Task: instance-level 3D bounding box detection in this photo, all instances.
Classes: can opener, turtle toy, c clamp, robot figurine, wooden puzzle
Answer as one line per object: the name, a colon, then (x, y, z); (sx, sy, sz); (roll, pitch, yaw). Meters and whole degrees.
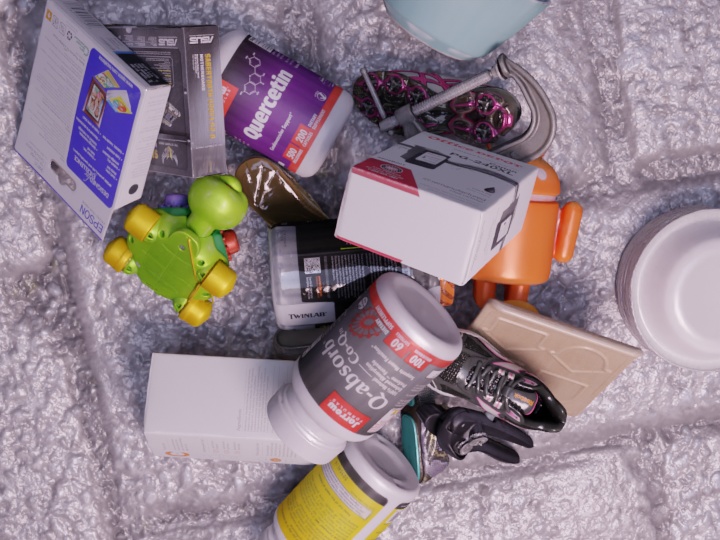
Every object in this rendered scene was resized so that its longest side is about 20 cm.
can opener: (0.151, 0.196, 1.261); (0.200, 0.079, 0.063); (23, 117, -44)
turtle toy: (-0.197, -0.035, 1.210); (0.146, 0.101, 0.200); (38, 137, -7)
c clamp: (0.112, -0.177, 1.171); (0.200, 0.027, 0.171); (-17, 99, 26)
robot figurine: (0.172, -0.055, 1.240); (0.144, 0.117, 0.200); (13, 100, 40)
wooden puzzle: (0.209, 0.098, 1.244); (0.185, 0.200, 0.046); (19, 58, -5)

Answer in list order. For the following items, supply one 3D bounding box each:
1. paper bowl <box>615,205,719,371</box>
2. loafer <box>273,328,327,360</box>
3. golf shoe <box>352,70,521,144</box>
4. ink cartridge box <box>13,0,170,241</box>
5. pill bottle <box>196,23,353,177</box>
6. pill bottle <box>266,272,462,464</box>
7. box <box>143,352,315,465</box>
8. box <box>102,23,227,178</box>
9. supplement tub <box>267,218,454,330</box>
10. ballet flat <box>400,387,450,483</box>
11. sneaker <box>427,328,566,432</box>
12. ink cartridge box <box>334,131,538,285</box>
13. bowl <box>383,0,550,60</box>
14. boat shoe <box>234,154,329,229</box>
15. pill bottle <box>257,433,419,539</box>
paper bowl: (0.421, 0.024, 1.272); (0.200, 0.104, 0.201); (0, 97, -4)
loafer: (-0.013, 0.053, 1.261); (0.200, 0.070, 0.070); (-21, 141, -6)
golf shoe: (0.090, -0.195, 1.240); (0.200, 0.092, 0.073); (15, 113, 16)
ink cartridge box: (-0.304, -0.169, 1.169); (0.198, 0.043, 0.200); (42, 124, 27)
pill bottle: (-0.116, -0.199, 1.204); (0.200, 0.112, 0.113); (29, 96, -6)
pill bottle: (0.001, 0.106, 1.102); (0.116, 0.116, 0.200); (41, 110, -8)
box: (-0.146, 0.165, 1.236); (0.200, 0.124, 0.098); (4, 68, -4)
box: (-0.231, -0.191, 1.159); (0.048, 0.200, 0.159); (-17, 111, -43)
supplement tub: (0.000, 0.000, 1.177); (0.200, 0.123, 0.123); (-5, 98, -2)
ballet flat: (0.077, 0.162, 1.290); (0.072, 0.072, 0.200); (-9, 106, -2)
sneaker: (0.158, 0.127, 1.172); (0.200, 0.086, 0.080); (23, 91, -31)
ink cartridge box: (0.085, -0.073, 1.097); (0.145, 0.200, 0.083); (20, 115, 18)
bowl: (0.101, -0.311, 1.176); (0.201, 0.201, 0.105); (31, 115, -7)
boat shoe: (-0.073, -0.060, 1.249); (0.074, 0.066, 0.200); (-32, 110, 8)
pill bottle: (-0.032, 0.296, 1.271); (0.114, 0.114, 0.200); (39, 105, -8)
